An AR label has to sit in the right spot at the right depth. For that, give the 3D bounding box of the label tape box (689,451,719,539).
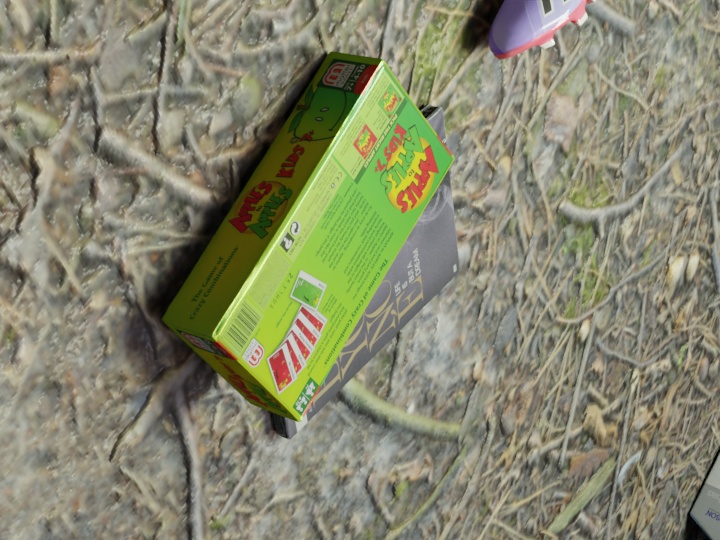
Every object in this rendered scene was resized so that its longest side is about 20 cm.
[{"bbox_3d":[0.436,0.276,1.868,0.201,0.066,0.143,-60,147,-6],"label":"label tape box"}]

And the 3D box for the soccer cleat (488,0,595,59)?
[{"bbox_3d":[0.146,-0.228,1.142,0.200,0.067,0.077,-46,112,-21],"label":"soccer cleat"}]

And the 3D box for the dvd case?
[{"bbox_3d":[0.000,0.000,1.096,0.200,0.016,0.149,-42,141,-33],"label":"dvd case"}]

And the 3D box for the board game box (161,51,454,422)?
[{"bbox_3d":[-0.028,-0.022,0.989,0.201,0.047,0.102,-59,137,-17],"label":"board game box"}]
